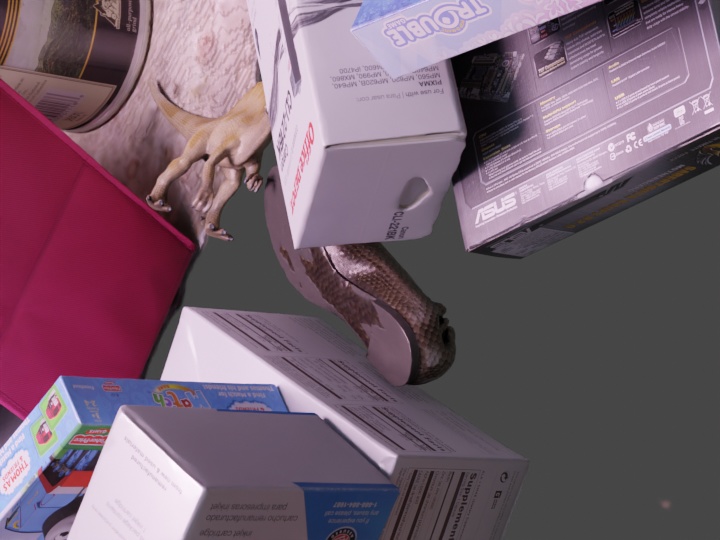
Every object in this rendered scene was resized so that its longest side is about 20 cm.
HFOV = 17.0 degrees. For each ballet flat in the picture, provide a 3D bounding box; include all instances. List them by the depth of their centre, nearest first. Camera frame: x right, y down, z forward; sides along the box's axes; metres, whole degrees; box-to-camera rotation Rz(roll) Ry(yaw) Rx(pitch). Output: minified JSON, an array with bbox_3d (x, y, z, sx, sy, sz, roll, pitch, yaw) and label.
[{"bbox_3d":[0.000,0.000,1.429,0.200,0.046,0.068,48,140,45],"label":"ballet flat"}]

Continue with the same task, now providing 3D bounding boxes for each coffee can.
[{"bbox_3d":[-0.262,-0.175,1.603,0.146,0.200,0.147,-7,81,45],"label":"coffee can"}]

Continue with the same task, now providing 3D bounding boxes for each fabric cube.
[{"bbox_3d":[-0.260,0.029,1.525,0.196,0.200,0.200,-27,32,42],"label":"fabric cube"}]

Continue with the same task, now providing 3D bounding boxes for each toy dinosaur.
[{"bbox_3d":[-0.089,-0.076,1.526,0.200,0.058,0.101,5,67,61],"label":"toy dinosaur"}]

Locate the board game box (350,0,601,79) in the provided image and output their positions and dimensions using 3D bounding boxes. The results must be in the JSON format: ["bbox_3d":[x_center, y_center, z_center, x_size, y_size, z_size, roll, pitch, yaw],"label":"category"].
[{"bbox_3d":[0.107,-0.207,1.250,0.200,0.043,0.199,-17,39,40],"label":"board game box"}]

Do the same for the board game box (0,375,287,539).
[{"bbox_3d":[-0.151,0.132,1.327,0.200,0.151,0.037,-47,56,33],"label":"board game box"}]

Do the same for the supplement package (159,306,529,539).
[{"bbox_3d":[-0.028,0.133,1.387,0.200,0.111,0.156,33,109,44],"label":"supplement package"}]

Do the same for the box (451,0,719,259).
[{"bbox_3d":[0.126,-0.113,1.300,0.200,0.048,0.159,-27,65,41],"label":"box"}]

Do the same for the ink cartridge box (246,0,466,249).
[{"bbox_3d":[-0.008,-0.130,1.369,0.144,0.084,0.200,109,151,-66],"label":"ink cartridge box"}]

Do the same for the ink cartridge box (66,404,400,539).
[{"bbox_3d":[-0.086,0.178,1.259,0.085,0.144,0.200,39,113,40],"label":"ink cartridge box"}]
